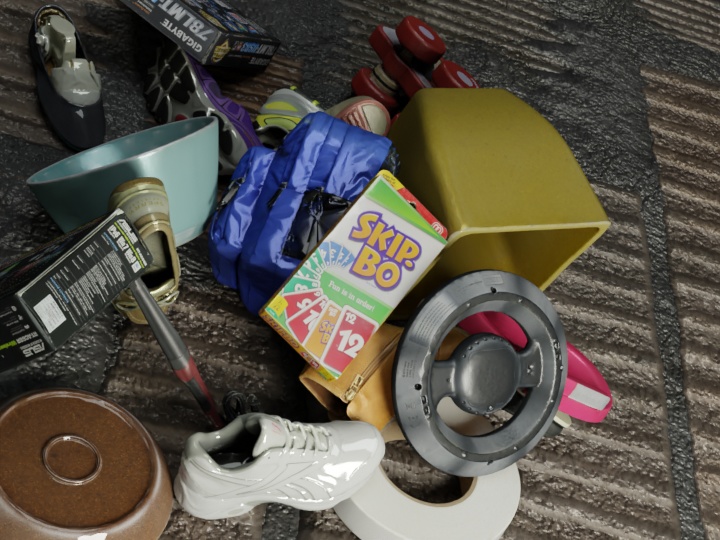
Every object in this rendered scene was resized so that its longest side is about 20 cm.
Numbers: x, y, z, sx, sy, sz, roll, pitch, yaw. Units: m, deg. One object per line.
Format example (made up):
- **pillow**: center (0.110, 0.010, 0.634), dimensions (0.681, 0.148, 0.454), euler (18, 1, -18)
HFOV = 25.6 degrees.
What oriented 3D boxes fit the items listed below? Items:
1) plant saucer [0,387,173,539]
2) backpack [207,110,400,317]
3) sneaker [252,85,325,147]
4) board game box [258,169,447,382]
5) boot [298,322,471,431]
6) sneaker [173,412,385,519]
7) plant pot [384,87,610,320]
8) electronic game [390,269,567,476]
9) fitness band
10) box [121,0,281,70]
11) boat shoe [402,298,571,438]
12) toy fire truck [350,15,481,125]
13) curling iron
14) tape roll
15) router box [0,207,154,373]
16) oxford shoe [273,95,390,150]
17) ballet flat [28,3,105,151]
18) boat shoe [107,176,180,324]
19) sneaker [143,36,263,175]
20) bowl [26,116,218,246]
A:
- **plant saucer**: center (-0.260, 0.176, 1.412), dimensions (0.199, 0.035, 0.201), euler (13, 44, -13)
- **backpack**: center (-0.053, -0.060, 1.604), dimensions (0.167, 0.163, 0.201), euler (25, 69, -1)
- **sneaker**: center (-0.037, -0.127, 1.809), dimensions (0.199, 0.076, 0.076), euler (33, 58, 16)
- **board game box**: center (0.000, 0.000, 1.504), dimensions (0.096, 0.030, 0.200), euler (44, 64, -9)
- **boot**: center (0.043, 0.111, 1.545), dimensions (0.201, 0.071, 0.145), euler (36, 66, -13)
- **sneaker**: center (-0.069, 0.167, 1.438), dimensions (0.198, 0.100, 0.078), euler (-11, 52, -16)
- **plant pot**: center (0.114, -0.085, 1.701), dimensions (0.193, 0.196, 0.201), euler (-4, 64, -29)
- **electronic game**: center (0.116, 0.099, 1.522), dimensions (0.199, 0.202, 0.042), euler (-4, 11, -29)
- **fitness band**: center (0.185, 0.093, 1.655), dimensions (0.199, 0.038, 0.144), euler (27, 16, -31)
- **box**: center (-0.210, -0.309, 1.849), dimensions (0.199, 0.050, 0.198), euler (37, 15, 10)
- **boat shoe**: center (0.127, 0.112, 1.647), dimensions (0.201, 0.063, 0.074), euler (35, 13, -1)
- **toy fire truck**: center (0.096, -0.214, 1.939), dimensions (0.167, 0.112, 0.201), euler (10, 39, -53)
- **curling iron**: center (-0.158, 0.080, 1.479), dimensions (0.201, 0.049, 0.026), euler (54, -3, -23)
- **tape roll**: center (0.058, 0.196, 1.544), dimensions (0.201, 0.037, 0.204), euler (14, 42, -13)
- **router box**: center (-0.300, 0.031, 1.418), dimensions (0.062, 0.199, 0.150), euler (57, 42, -14)
- **oxford shoe**: center (-0.057, -0.122, 1.744), dimensions (0.199, 0.071, 0.074), euler (-32, 22, -1)
- **ballet flat**: center (-0.325, -0.221, 1.754), dimensions (0.073, 0.073, 0.201), euler (-2, 49, -28)
- **boat shoe**: center (-0.203, -0.003, 1.499), dimensions (0.073, 0.201, 0.063), euler (-11, 56, -20)
- **sneaker**: center (-0.176, -0.180, 1.798), dimensions (0.083, 0.081, 0.201), euler (1, 48, -53)
- **bowl**: center (-0.222, -0.074, 1.589), dimensions (0.200, 0.200, 0.106), euler (-30, 107, -43)
